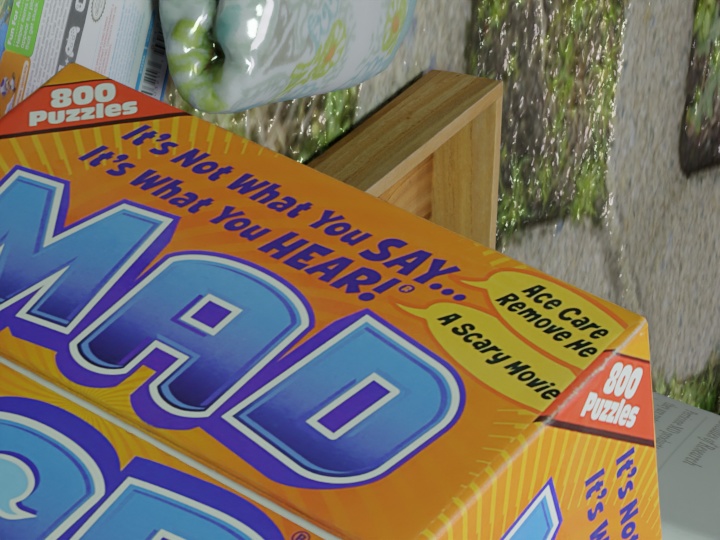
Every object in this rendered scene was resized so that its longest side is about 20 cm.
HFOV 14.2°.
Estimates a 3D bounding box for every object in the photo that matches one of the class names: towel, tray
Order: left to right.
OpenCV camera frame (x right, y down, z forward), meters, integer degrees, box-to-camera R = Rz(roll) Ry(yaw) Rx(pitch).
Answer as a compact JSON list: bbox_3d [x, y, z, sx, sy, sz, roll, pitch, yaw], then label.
[{"bbox_3d":[-0.018,-0.157,0.971,0.171,0.048,0.201,-18,115,-70],"label":"towel"},{"bbox_3d":[0.000,0.000,1.120,0.200,0.037,0.099,-41,138,-57],"label":"tray"}]

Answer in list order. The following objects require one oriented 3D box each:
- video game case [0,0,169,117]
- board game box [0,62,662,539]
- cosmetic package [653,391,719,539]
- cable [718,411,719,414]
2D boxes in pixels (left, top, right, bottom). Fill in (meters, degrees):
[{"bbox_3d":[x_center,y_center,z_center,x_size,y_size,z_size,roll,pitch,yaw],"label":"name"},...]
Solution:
[{"bbox_3d":[-0.116,-0.028,0.850,0.200,0.018,0.143,14,89,-68],"label":"video game case"},{"bbox_3d":[-0.055,0.105,0.766,0.200,0.200,0.200,-43,142,-31],"label":"board game box"},{"bbox_3d":[0.064,0.131,1.024,0.165,0.200,0.165,-31,139,-71],"label":"cosmetic package"},{"bbox_3d":[0.239,0.130,1.761,0.163,0.051,0.201,-25,121,-69],"label":"cable"}]
